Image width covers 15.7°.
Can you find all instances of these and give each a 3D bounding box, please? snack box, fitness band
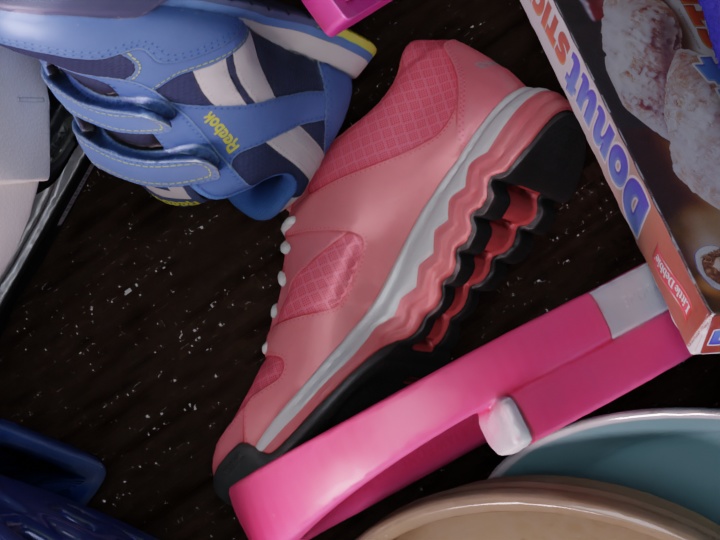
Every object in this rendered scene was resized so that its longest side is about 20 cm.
[{"bbox_3d":[0.115,-0.054,0.924,0.072,0.024,0.201,-4,49,-21],"label":"snack box"},{"bbox_3d":[0.044,0.048,0.916,0.199,0.143,0.038,-23,84,-40],"label":"fitness band"}]

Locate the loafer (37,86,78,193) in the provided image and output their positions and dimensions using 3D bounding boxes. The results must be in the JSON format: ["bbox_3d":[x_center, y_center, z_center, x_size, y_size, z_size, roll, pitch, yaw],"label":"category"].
[{"bbox_3d":[-0.099,-0.123,0.968,0.070,0.068,0.201,32,76,-7],"label":"loafer"}]

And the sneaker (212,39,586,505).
[{"bbox_3d":[0.000,0.000,0.994,0.087,0.074,0.200,41,99,27],"label":"sneaker"}]

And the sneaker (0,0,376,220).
[{"bbox_3d":[-0.068,-0.064,0.906,0.074,0.200,0.083,26,98,34],"label":"sneaker"}]

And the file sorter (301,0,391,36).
[{"bbox_3d":[0.003,-0.216,0.917,0.200,0.139,0.125,53,136,1],"label":"file sorter"}]

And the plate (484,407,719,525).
[{"bbox_3d":[0.140,0.099,0.938,0.199,0.201,0.026,11,55,4],"label":"plate"}]

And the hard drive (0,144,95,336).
[{"bbox_3d":[-0.208,-0.059,1.013,0.199,0.038,0.140,31,94,3],"label":"hard drive"}]

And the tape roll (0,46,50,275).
[{"bbox_3d":[-0.204,-0.059,0.939,0.202,0.037,0.204,2,95,28],"label":"tape roll"}]

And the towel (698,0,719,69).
[{"bbox_3d":[0.159,-0.141,0.834,0.147,0.049,0.201,-4,113,45],"label":"towel"}]

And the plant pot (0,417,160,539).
[{"bbox_3d":[-0.152,0.157,0.929,0.180,0.200,0.200,43,98,29],"label":"plant pot"}]

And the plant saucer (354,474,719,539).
[{"bbox_3d":[0.082,0.142,0.949,0.199,0.030,0.201,11,136,11],"label":"plant saucer"}]
